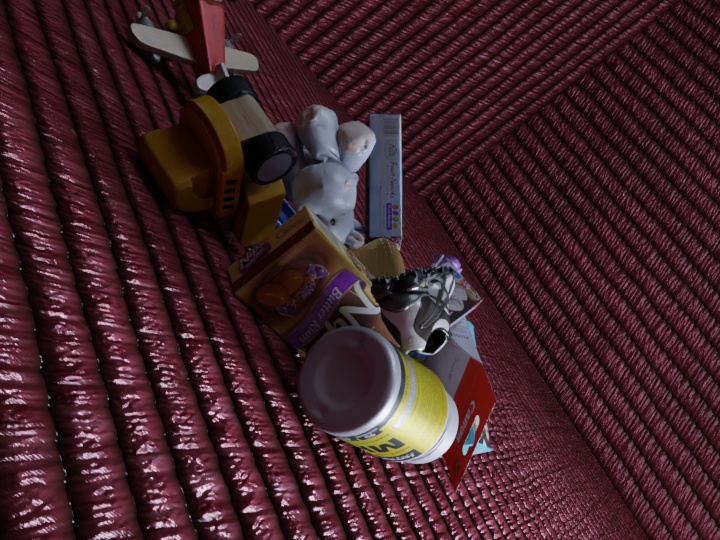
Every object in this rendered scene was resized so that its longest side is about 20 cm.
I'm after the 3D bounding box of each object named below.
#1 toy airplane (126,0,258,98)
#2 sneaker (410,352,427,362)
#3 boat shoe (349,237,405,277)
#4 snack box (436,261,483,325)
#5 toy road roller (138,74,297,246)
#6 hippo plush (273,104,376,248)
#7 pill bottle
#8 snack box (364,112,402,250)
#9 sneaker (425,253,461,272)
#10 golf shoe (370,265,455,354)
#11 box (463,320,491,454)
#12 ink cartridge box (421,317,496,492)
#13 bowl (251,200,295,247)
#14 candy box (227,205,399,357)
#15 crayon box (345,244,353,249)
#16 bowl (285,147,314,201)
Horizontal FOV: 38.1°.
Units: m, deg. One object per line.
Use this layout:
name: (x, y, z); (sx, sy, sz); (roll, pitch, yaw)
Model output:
toy airplane: (-0.247, -0.331, 1.556); (0.200, 0.141, 0.199); (57, 43, -33)
sneaker: (0.039, 0.072, 1.432); (0.071, 0.083, 0.200); (19, 10, -22)
boat shoe: (0.000, 0.000, 1.400); (0.200, 0.069, 0.074); (-3, 77, -66)
snack box: (0.102, 0.035, 1.320); (0.072, 0.024, 0.200); (46, 20, 8)
toy road roller: (-0.170, -0.111, 1.174); (0.123, 0.146, 0.200); (56, -27, 22)
hippo plush: (-0.067, -0.098, 1.356); (0.161, 0.159, 0.201); (-82, 179, -53)
pill bottle: (0.027, 0.141, 1.119); (0.200, 0.114, 0.114); (38, 17, -56)
snack box: (0.033, -0.112, 1.545); (0.142, 0.053, 0.201); (91, 0, -68)
sneaker: (0.105, 0.022, 1.628); (0.073, 0.114, 0.200); (40, 10, 2)
golf shoe: (0.064, 0.046, 1.142); (0.200, 0.077, 0.095); (-9, 82, -70)
box: (0.149, 0.171, 1.566); (0.082, 0.049, 0.201); (36, 44, -61)
ink cartridge box: (0.108, 0.158, 1.355); (0.057, 0.163, 0.200); (11, 31, -11)
bowl: (-0.119, -0.060, 1.387); (0.201, 0.039, 0.201); (51, 9, -11)
candy box: (-0.040, 0.035, 1.178); (0.200, 0.117, 0.057); (45, 11, -35)
crayon box: (-0.032, -0.004, 1.567); (0.127, 0.051, 0.200); (56, 10, 18)
bowl: (-0.095, -0.157, 1.583); (0.200, 0.091, 0.201); (9, 15, -2)
